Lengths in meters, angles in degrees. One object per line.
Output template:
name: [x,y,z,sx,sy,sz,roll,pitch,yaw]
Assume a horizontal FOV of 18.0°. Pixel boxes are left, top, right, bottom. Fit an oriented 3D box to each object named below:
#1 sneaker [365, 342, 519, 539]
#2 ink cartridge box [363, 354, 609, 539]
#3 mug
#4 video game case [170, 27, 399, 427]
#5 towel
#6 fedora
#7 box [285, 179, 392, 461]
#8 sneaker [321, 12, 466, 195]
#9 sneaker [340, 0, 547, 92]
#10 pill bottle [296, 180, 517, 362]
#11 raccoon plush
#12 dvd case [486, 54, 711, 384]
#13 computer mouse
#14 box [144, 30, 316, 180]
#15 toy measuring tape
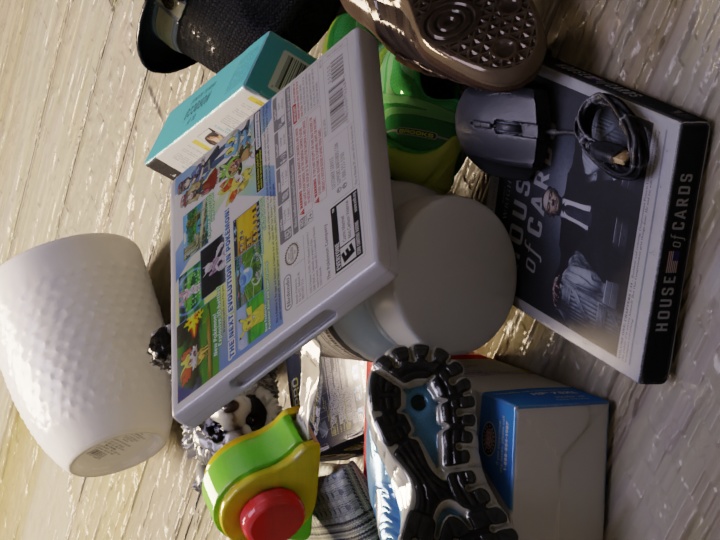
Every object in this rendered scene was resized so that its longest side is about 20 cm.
sneaker: [0.046,0.147,1.317,0.090,0.078,0.201,113,151,-71]
ink cartridge box: [0.071,0.118,1.396,0.200,0.067,0.117,-161,71,-63]
mug: [-0.230,0.089,1.977,0.200,0.147,0.176,72,178,-67]
video game case: [-0.051,-0.027,1.386,0.182,0.022,0.200,-37,39,31]
towel: [0.006,0.215,1.502,0.193,0.034,0.200,63,160,-2]
fedora: [-0.070,-0.201,1.636,0.092,0.200,0.201,42,137,13]
box: [-0.007,0.023,1.585,0.161,0.049,0.201,-30,64,60]
sneaker: [0.035,-0.120,1.489,0.084,0.074,0.200,-49,35,15]
sneaker: [0.053,-0.151,1.388,0.200,0.070,0.076,44,165,43]
pill bottle: [0.000,0.000,1.420,0.200,0.113,0.114,2,92,54]
raccoon plush: [-0.080,0.103,1.681,0.200,0.096,0.134,28,-135,-69]
dvd case: [0.130,-0.036,1.321,0.200,0.025,0.151,33,120,60]
computer mouse: [0.103,-0.078,1.310,0.200,0.034,0.059,-166,78,-64]
box: [-0.078,-0.101,1.628,0.200,0.082,0.049,-27,36,61]
toy measuring tape: [-0.063,0.109,1.414,0.074,0.073,0.201,-119,26,-45]
